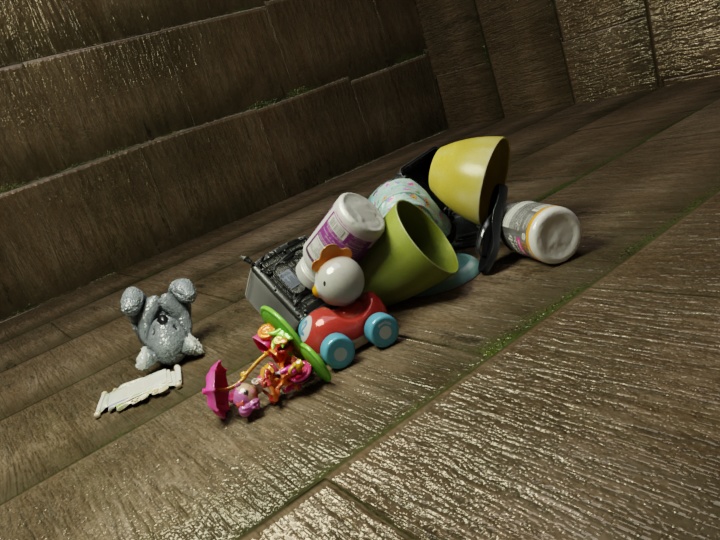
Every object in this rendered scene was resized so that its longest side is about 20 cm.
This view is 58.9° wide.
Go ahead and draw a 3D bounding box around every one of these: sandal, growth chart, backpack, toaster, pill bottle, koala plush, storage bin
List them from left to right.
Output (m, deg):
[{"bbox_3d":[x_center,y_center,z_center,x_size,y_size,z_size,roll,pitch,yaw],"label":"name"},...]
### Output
[{"bbox_3d":[-0.470,0.254,1.353,0.198,0.018,0.145,-20,16,-4],"label":"growth chart"},{"bbox_3d":[-0.453,0.150,1.493,0.176,0.185,0.200,-12,33,-21],"label":"koala plush"},{"bbox_3d":[-0.142,0.032,1.399,0.180,0.200,0.119,-33,-20,-40],"label":"toaster"},{"bbox_3d":[-0.047,-0.050,1.281,0.200,0.112,0.112,-49,-3,33],"label":"pill bottle"},{"bbox_3d":[0.118,-0.117,1.455,0.166,0.200,0.127,-33,37,13],"label":"backpack"},{"bbox_3d":[0.169,-0.212,1.620,0.200,0.135,0.094,-38,-8,-43],"label":"storage bin"},{"bbox_3d":[0.283,-0.130,1.606,0.198,0.115,0.129,-13,12,28],"label":"toaster"},{"bbox_3d":[0.274,-0.090,1.374,0.042,0.202,0.076,13,-13,-6],"label":"sandal"},{"bbox_3d":[0.364,-0.086,1.343,0.115,0.117,0.200,-21,15,-9],"label":"pill bottle"}]

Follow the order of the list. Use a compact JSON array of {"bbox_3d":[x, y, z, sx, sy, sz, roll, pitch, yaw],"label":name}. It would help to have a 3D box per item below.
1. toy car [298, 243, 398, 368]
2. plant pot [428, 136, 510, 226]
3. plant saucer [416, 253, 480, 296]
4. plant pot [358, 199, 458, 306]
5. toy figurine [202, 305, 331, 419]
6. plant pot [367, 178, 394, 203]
[{"bbox_3d":[-0.049,0.051,1.204,0.176,0.202,0.184,-23,15,-16],"label":"toy car"},{"bbox_3d":[0.238,-0.214,1.441,0.141,0.202,0.200,17,31,24],"label":"plant pot"},{"bbox_3d":[0.174,0.004,1.429,0.198,0.028,0.200,-18,16,5],"label":"plant saucer"},{"bbox_3d":[0.069,-0.012,1.329,0.200,0.187,0.187,-41,5,26],"label":"plant pot"},{"bbox_3d":[-0.178,0.187,1.103,0.184,0.151,0.199,-40,47,-21],"label":"toy figurine"},{"bbox_3d":[0.114,-0.126,1.699,0.199,0.201,0.135,-27,49,-26],"label":"plant pot"}]
